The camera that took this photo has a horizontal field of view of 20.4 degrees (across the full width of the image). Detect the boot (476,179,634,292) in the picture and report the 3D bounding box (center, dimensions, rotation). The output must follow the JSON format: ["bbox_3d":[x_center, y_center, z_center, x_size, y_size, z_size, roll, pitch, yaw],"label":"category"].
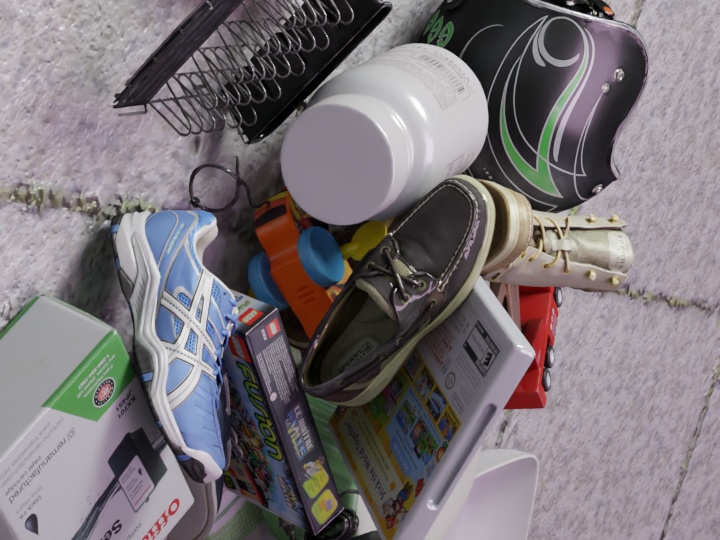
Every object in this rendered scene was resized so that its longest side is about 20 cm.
[{"bbox_3d":[0.147,-0.023,1.594,0.200,0.153,0.073,154,-57,-76],"label":"boot"}]

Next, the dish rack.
[{"bbox_3d":[-0.078,-0.150,1.390,0.153,0.055,0.200,-45,169,24],"label":"dish rack"}]

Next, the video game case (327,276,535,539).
[{"bbox_3d":[0.048,0.091,1.491,0.023,0.200,0.183,24,106,-24],"label":"video game case"}]

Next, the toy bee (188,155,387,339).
[{"bbox_3d":[-0.039,-0.023,1.550,0.109,0.130,0.201,-65,146,-55],"label":"toy bee"}]

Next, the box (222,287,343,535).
[{"bbox_3d":[-0.084,0.101,1.524,0.035,0.110,0.201,-39,129,-29],"label":"box"}]

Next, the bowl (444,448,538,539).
[{"bbox_3d":[0.080,0.269,1.924,0.199,0.074,0.201,-16,121,-53],"label":"bowl"}]

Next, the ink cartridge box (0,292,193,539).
[{"bbox_3d":[-0.212,0.142,1.405,0.147,0.083,0.201,-50,144,-27],"label":"ink cartridge box"}]

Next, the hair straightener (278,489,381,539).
[{"bbox_3d":[-0.037,0.227,1.605,0.077,0.199,0.041,45,43,-16],"label":"hair straightener"}]

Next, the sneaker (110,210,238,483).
[{"bbox_3d":[-0.120,0.048,1.400,0.076,0.076,0.202,94,-18,-78],"label":"sneaker"}]

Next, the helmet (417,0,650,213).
[{"bbox_3d":[0.135,-0.143,1.663,0.199,0.199,0.192,-9,123,-54],"label":"helmet"}]

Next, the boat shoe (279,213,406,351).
[{"bbox_3d":[0.005,0.003,1.664,0.202,0.074,0.075,-48,152,-28],"label":"boat shoe"}]

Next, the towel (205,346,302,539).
[{"bbox_3d":[-0.079,0.170,1.670,0.149,0.031,0.201,-46,141,-33],"label":"towel"}]

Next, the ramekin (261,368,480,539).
[{"bbox_3d":[0.015,0.158,1.688,0.199,0.097,0.202,-28,127,-44],"label":"ramekin"}]

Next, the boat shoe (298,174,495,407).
[{"bbox_3d":[0.025,0.018,1.458,0.201,0.072,0.066,-54,158,17],"label":"boat shoe"}]

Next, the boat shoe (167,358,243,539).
[{"bbox_3d":[-0.131,0.136,1.520,0.201,0.074,0.062,94,20,-48],"label":"boat shoe"}]

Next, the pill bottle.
[{"bbox_3d":[0.016,-0.100,1.504,0.200,0.113,0.115,-37,139,-65],"label":"pill bottle"}]

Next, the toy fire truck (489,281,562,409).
[{"bbox_3d":[0.128,0.045,1.716,0.141,0.048,0.201,65,30,-49],"label":"toy fire truck"}]
